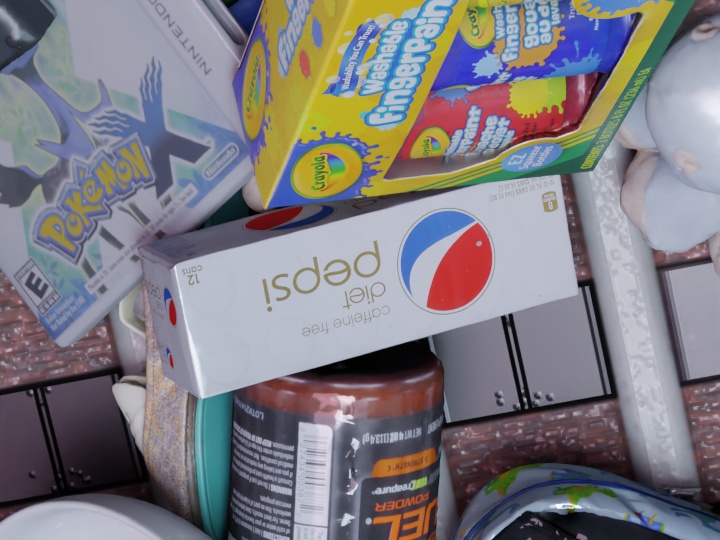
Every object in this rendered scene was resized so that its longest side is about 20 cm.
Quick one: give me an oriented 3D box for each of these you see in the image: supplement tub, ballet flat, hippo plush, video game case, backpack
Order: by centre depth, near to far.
[{"bbox_3d":[0.197,-0.052,1.342,0.199,0.161,0.160,18,105,5],"label":"hippo plush"},{"bbox_3d":[-0.140,-0.087,1.412,0.183,0.022,0.200,53,127,5],"label":"video game case"},{"bbox_3d":[0.133,0.177,1.429,0.199,0.154,0.164,19,109,-18],"label":"backpack"},{"bbox_3d":[-0.014,0.136,1.451,0.106,0.107,0.201,5,105,8],"label":"supplement tub"},{"bbox_3d":[-0.090,0.042,1.470,0.067,0.068,0.202,6,100,28],"label":"ballet flat"}]

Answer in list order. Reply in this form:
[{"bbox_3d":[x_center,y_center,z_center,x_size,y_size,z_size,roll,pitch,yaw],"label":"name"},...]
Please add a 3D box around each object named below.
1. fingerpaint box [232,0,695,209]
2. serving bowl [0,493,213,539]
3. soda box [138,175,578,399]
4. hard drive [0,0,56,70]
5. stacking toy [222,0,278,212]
[{"bbox_3d":[0.047,-0.111,1.263,0.166,0.200,0.074,-7,64,-19],"label":"fingerpaint box"},{"bbox_3d":[-0.104,0.198,1.424,0.199,0.066,0.202,12,112,33],"label":"serving bowl"},{"bbox_3d":[0.000,0.000,1.393,0.199,0.064,0.069,-15,103,-17],"label":"soda box"},{"bbox_3d":[-0.259,-0.155,1.384,0.139,0.033,0.200,-29,113,37],"label":"hard drive"},{"bbox_3d":[-0.084,-0.127,1.418,0.085,0.085,0.200,-43,88,16],"label":"stacking toy"}]
